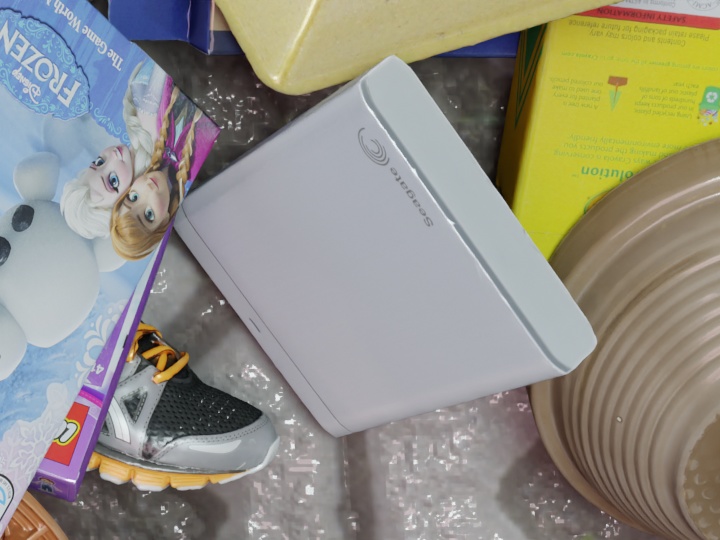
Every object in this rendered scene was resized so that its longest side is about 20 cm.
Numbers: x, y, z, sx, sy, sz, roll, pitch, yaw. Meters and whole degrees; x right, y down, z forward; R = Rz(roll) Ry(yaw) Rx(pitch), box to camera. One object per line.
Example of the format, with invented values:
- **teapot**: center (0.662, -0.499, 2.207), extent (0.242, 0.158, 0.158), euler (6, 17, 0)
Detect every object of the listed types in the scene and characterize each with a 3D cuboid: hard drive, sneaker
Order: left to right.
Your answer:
- **sneaker**: center (-0.126, 0.037, 0.817), extent (0.199, 0.078, 0.078), euler (23, 102, 3)
- **hard drive**: center (0.000, 0.000, 0.741), extent (0.027, 0.200, 0.132), euler (-40, 97, -28)

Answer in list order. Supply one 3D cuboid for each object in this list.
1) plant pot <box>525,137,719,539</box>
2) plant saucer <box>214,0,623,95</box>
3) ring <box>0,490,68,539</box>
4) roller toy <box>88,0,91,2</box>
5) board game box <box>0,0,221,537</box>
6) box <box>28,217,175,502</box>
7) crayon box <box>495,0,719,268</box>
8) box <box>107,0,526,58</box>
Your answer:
- **plant pot**: center (0.170, 0.052, 0.732), extent (0.199, 0.093, 0.202), euler (-3, 125, -4)
- **plant saucer**: center (0.010, -0.174, 0.622), extent (0.199, 0.049, 0.201), euler (-12, 121, 32)
- **ring**: center (-0.210, 0.140, 0.774), extent (0.198, 0.019, 0.202), euler (5, 126, 7)
- **roller toy**: center (-0.189, -0.166, 0.738), extent (0.198, 0.140, 0.184), euler (19, 107, 3)
- **board game box**: center (-0.161, -0.021, 0.649), extent (0.043, 0.200, 0.200), euler (18, 74, 39)
- **box**: center (-0.191, 0.000, 0.764), extent (0.198, 0.039, 0.138), euler (19, 68, -3)
- **crayon box**: center (0.128, -0.081, 0.735), extent (0.126, 0.051, 0.202), euler (6, 116, -8)
- **box**: center (0.000, -0.147, 0.722), extent (0.198, 0.032, 0.122), euler (-2, 107, -23)
